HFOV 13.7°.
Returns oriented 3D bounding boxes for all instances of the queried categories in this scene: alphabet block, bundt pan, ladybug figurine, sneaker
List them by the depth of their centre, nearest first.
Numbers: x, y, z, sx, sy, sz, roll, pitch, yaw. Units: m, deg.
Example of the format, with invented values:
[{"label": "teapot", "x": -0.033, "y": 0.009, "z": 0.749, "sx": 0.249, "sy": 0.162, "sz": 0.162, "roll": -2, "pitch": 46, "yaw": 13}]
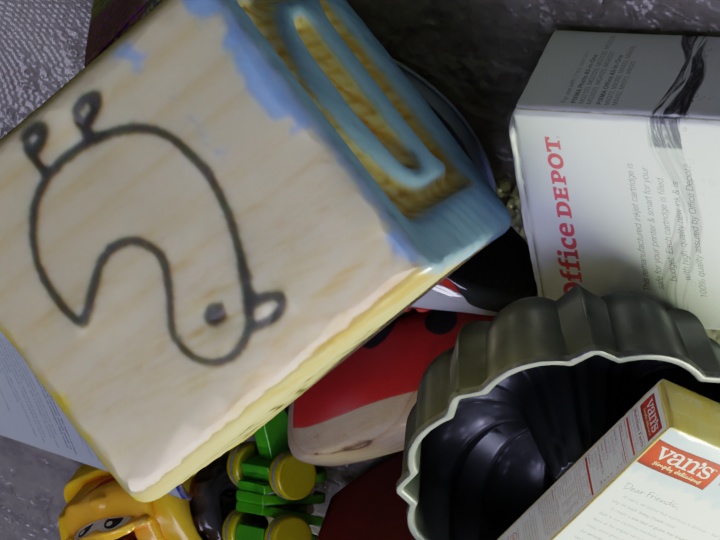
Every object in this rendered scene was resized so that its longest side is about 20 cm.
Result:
[{"label": "alphabet block", "x": -0.070, "y": -0.027, "z": 1.539, "sx": 0.200, "sy": 0.196, "sz": 0.195, "roll": -40, "pitch": 85, "yaw": 17}, {"label": "bundt pan", "x": 0.117, "y": 0.083, "z": 1.603, "sx": 0.201, "sy": 0.076, "sz": 0.202, "roll": -3, "pitch": 136, "yaw": -3}, {"label": "sneaker", "x": 0.000, "y": -0.001, "z": 1.679, "sx": 0.201, "sy": 0.067, "sz": 0.108, "roll": 22, "pitch": 135, "yaw": 8}, {"label": "ladybug figurine", "x": 0.033, "y": 0.061, "z": 1.727, "sx": 0.200, "sy": 0.136, "sz": 0.072, "roll": -18, "pitch": 90, "yaw": 45}]

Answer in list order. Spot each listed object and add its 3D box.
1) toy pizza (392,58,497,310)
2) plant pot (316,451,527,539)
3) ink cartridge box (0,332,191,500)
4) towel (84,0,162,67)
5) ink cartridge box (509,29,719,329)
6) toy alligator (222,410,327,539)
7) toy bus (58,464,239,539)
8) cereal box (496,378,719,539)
[{"label": "toy pizza", "x": -0.016, "y": -0.058, "z": 1.703, "sx": 0.200, "sy": 0.032, "sz": 0.200, "roll": 12, "pitch": 132, "yaw": 13}, {"label": "plant pot", "x": 0.092, "y": 0.194, "z": 1.778, "sx": 0.200, "sy": 0.200, "sz": 0.176, "roll": 37, "pitch": 122, "yaw": -10}, {"label": "ink cartridge box", "x": -0.191, "y": 0.035, "z": 1.812, "sx": 0.200, "sy": 0.041, "sz": 0.200, "roll": 16, "pitch": 138, "yaw": 42}, {"label": "towel", "x": -0.085, "y": -0.194, "z": 1.543, "sx": 0.023, "sy": 0.144, "sz": 0.200, "roll": 25, "pitch": 136, "yaw": -25}, {"label": "ink cartridge box", "x": 0.192, "y": -0.046, "z": 1.584, "sx": 0.200, "sy": 0.083, "sz": 0.145, "roll": 5, "pitch": 131, "yaw": 21}, {"label": "toy alligator", "x": -0.049, "y": 0.172, "z": 1.861, "sx": 0.059, "sy": 0.054, "sz": 0.201, "roll": 4, "pitch": 91, "yaw": 54}, {"label": "toy bus", "x": -0.137, "y": 0.232, "z": 1.891, "sx": 0.136, "sy": 0.192, "sz": 0.200, "roll": -17, "pitch": 106, "yaw": 37}, {"label": "cereal box", "x": 0.157, "y": 0.151, "z": 1.595, "sx": 0.144, "sy": 0.040, "sz": 0.200, "roll": 23, "pitch": 127, "yaw": -27}]
